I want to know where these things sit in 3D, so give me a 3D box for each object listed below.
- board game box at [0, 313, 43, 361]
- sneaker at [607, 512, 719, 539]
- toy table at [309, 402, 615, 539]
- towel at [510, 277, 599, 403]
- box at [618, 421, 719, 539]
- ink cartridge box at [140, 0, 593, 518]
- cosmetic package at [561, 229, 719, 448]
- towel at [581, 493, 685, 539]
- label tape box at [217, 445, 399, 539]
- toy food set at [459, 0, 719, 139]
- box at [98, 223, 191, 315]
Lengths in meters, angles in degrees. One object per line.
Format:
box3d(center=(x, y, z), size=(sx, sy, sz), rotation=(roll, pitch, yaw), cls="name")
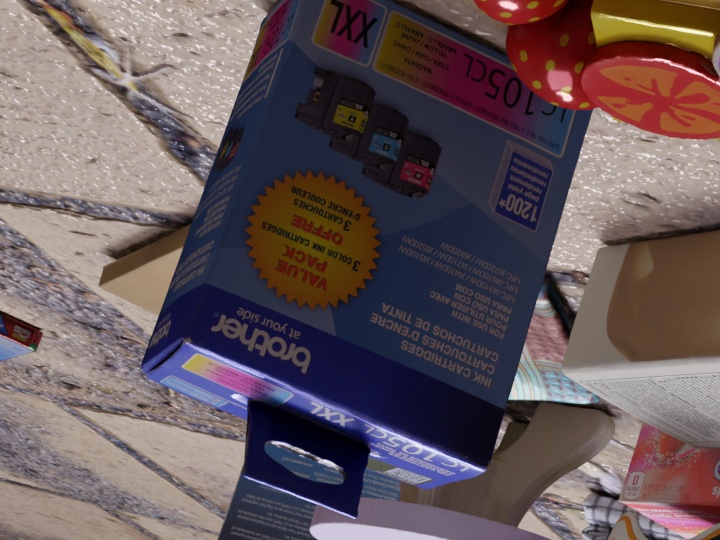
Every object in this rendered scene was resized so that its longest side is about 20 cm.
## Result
box3d(center=(-0.363, 0.023, 1.493), size=(0.199, 0.020, 0.103), rotation=(27, 159, -24), cls="board game box")
box3d(center=(0.210, 0.168, 0.917), size=(0.199, 0.080, 0.079), rotation=(11, 156, 13), cls="sneaker")
box3d(center=(0.069, 0.139, 1.237), size=(0.199, 0.118, 0.184), rotation=(9, 160, 25), cls="toy table")
box3d(center=(0.030, 0.041, 1.082), size=(0.199, 0.022, 0.147), rotation=(1, 153, 22), cls="towel")
box3d(center=(0.242, 0.092, 0.949), size=(0.094, 0.103, 0.199), rotation=(30, 160, -29), cls="box")
box3d(center=(0.000, 0.000, 0.755), size=(0.136, 0.201, 0.076), rotation=(23, 162, -14), cls="ink cartridge box")
box3d(center=(0.199, 0.031, 0.857), size=(0.105, 0.072, 0.199), rotation=(30, 160, -29), cls="cosmetic package")
box3d(center=(0.261, 0.253, 1.433), size=(0.165, 0.086, 0.200), rotation=(10, 160, 25), cls="towel")
box3d(center=(-0.040, 0.231, 1.483), size=(0.142, 0.201, 0.066), rotation=(12, 164, 20), cls="label tape box")
box3d(center=(0.105, -0.095, 0.617), size=(0.197, 0.049, 0.200), rotation=(13, 161, 19), cls="toy food set")
box3d(center=(-0.061, 0.020, 1.171), size=(0.163, 0.021, 0.200), rotation=(25, 161, -21), cls="box")
